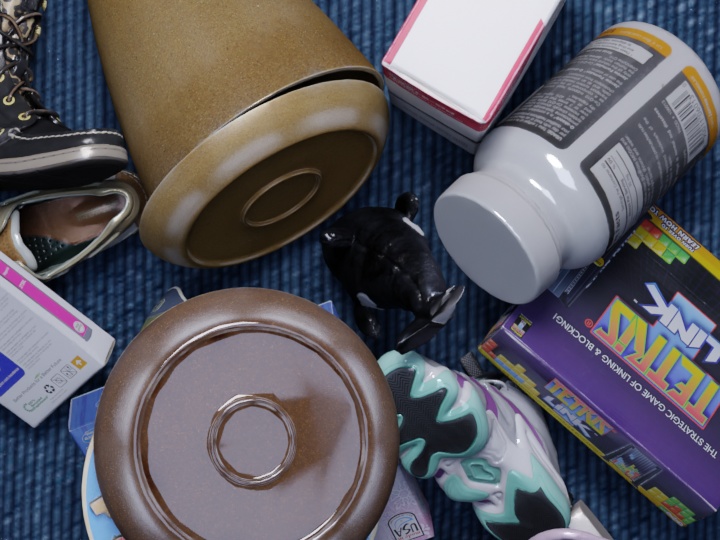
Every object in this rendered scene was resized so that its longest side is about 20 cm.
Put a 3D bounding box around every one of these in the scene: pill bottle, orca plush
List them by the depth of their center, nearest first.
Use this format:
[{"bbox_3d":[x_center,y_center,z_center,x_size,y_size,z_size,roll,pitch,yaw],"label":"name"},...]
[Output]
[{"bbox_3d":[0.150,-0.074,1.105,0.200,0.116,0.116,-41,90,-23],"label":"pill bottle"},{"bbox_3d":[0.000,0.000,1.114,0.071,0.200,0.106,16,114,-21],"label":"orca plush"}]

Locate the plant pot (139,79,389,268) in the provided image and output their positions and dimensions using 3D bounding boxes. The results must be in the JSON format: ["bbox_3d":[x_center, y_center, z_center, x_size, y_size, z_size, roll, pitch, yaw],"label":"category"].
[{"bbox_3d":[-0.060,-0.059,1.120,0.200,0.200,0.028,-32,72,0],"label":"plant pot"}]

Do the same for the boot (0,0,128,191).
[{"bbox_3d":[-0.248,-0.135,1.153,0.199,0.073,0.151,-2,84,39],"label":"boot"}]

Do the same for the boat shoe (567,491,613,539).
[{"bbox_3d":[0.181,0.268,1.189,0.093,0.075,0.200,-39,82,7],"label":"boat shoe"}]

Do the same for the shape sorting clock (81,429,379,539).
[{"bbox_3d":[-0.083,0.145,1.052,0.199,0.039,0.201,0,95,-4],"label":"shape sorting clock"}]

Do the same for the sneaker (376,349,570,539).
[{"bbox_3d":[0.075,0.097,1.154,0.078,0.140,0.200,-29,121,21],"label":"sneaker"}]

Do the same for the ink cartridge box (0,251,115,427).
[{"bbox_3d":[-0.283,0.025,1.152,0.200,0.037,0.095,39,124,-19],"label":"ink cartridge box"}]

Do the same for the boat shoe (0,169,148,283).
[{"bbox_3d":[-0.252,-0.023,1.183,0.199,0.068,0.075,-26,93,1],"label":"boat shoe"}]

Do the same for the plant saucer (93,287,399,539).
[{"bbox_3d":[-0.070,0.110,1.022,0.199,0.032,0.201,1,84,-10],"label":"plant saucer"}]

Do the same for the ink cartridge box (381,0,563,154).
[{"bbox_3d":[0.086,-0.171,1.120,0.084,0.200,0.145,30,90,3],"label":"ink cartridge box"}]

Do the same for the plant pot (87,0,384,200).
[{"bbox_3d":[-0.112,-0.163,1.145,0.186,0.186,0.200,-32,74,0],"label":"plant pot"}]

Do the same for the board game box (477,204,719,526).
[{"bbox_3d":[0.211,0.056,1.159,0.200,0.057,0.165,40,62,0],"label":"board game box"}]

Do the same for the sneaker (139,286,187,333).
[{"bbox_3d":[-0.070,0.071,1.183,0.199,0.067,0.090,19,54,-19],"label":"sneaker"}]

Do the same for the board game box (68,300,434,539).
[{"bbox_3d":[-0.074,0.142,1.139,0.199,0.043,0.199,-21,122,7],"label":"board game box"}]

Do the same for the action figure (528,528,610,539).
[{"bbox_3d":[0.075,0.227,1.125,0.134,0.200,0.149,24,84,-25],"label":"action figure"}]
